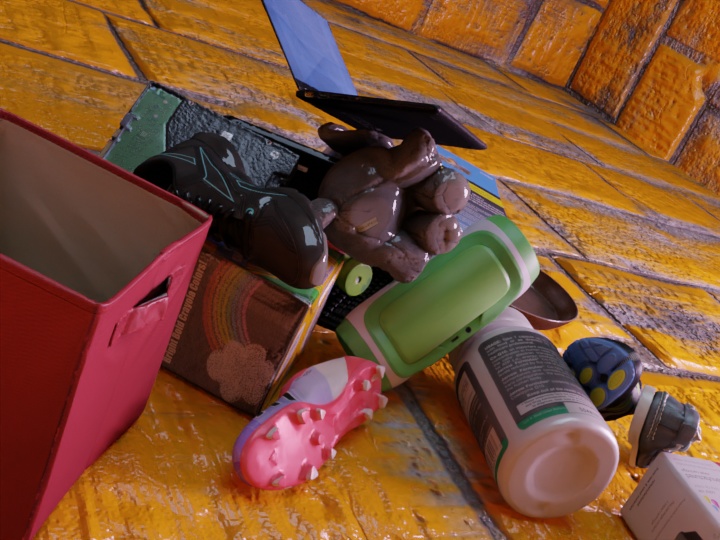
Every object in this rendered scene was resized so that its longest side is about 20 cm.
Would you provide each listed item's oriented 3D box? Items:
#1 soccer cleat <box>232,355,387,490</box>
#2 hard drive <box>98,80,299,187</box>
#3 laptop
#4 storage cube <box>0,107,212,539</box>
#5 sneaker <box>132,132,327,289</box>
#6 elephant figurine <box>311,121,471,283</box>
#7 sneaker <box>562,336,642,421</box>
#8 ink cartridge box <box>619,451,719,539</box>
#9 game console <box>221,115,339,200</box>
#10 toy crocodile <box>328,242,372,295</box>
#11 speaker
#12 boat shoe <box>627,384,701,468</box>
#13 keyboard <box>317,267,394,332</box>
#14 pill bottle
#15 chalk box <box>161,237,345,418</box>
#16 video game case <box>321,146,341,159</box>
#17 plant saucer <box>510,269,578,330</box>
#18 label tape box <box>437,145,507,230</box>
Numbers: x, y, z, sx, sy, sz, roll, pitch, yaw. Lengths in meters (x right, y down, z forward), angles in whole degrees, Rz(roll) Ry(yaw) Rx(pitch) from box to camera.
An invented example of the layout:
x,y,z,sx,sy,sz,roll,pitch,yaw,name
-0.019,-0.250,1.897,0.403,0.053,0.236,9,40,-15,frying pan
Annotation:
x,y,z,sx,sy,sz,roll,pitch,yaw,name
-0.049,0.121,0.703,0.075,0.068,0.199,2,16,31,soccer cleat
-0.186,-0.115,0.975,0.198,0.038,0.141,26,64,1,hard drive
0.012,-0.193,0.788,0.197,0.118,0.187,11,3,20,laptop
-0.226,0.026,0.550,0.198,0.182,0.171,25,23,2,storage cube
-0.103,-0.040,0.666,0.079,0.076,0.199,-17,40,-39,sneaker
0.009,-0.077,0.816,0.155,0.142,0.200,41,4,-28,elephant figurine
0.247,0.111,0.865,0.081,0.200,0.072,-14,67,-3,sneaker
0.349,0.266,0.761,0.146,0.087,0.201,15,24,-24,ink cartridge box
-0.103,-0.143,1.128,0.197,0.176,0.118,20,52,-13,game console
-0.052,-0.002,0.887,0.198,0.063,0.067,-22,40,-27,toy crocodile
0.075,0.031,0.832,0.089,0.199,0.089,53,-9,12,speaker
0.312,0.169,0.869,0.061,0.074,0.200,18,-14,26,boat shoe
0.000,0.000,0.953,0.126,0.021,0.200,18,39,26,keyboard
0.155,0.126,0.820,0.112,0.114,0.201,16,25,-21,pill bottle
-0.135,0.010,0.750,0.198,0.126,0.124,29,23,4,chalk box
0.025,-0.108,1.144,0.180,0.023,0.200,30,-9,-12,video game case
0.208,0.024,1.194,0.198,0.035,0.201,21,23,-9,plant saucer
0.101,-0.059,0.974,0.143,0.064,0.201,25,32,-22,label tape box
